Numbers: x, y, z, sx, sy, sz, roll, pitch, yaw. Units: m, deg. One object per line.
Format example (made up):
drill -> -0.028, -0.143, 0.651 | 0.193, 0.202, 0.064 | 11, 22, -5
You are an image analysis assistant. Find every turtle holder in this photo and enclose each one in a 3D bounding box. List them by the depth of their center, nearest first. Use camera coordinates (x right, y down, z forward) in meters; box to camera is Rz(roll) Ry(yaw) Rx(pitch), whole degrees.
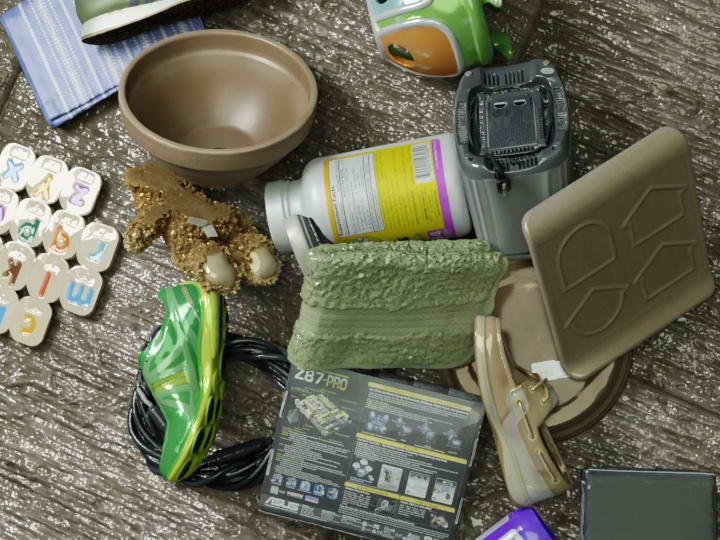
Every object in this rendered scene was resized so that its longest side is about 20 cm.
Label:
turtle holder -> 0.070, -0.283, 1.577 | 0.131, 0.141, 0.187 | -15, 82, 6

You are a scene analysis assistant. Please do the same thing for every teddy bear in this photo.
teddy bear -> -0.166, -0.033, 1.585 | 0.199, 0.145, 0.067 | 29, 129, 22

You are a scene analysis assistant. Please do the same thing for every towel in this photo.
towel -> 0.035, 0.036, 1.500 | 0.198, 0.037, 0.149 | 1, 125, -17
towel -> -0.275, -0.258, 1.689 | 0.199, 0.024, 0.146 | -28, 79, 2

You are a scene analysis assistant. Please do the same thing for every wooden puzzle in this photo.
wooden puzzle -> 0.245, -0.019, 1.507 | 0.184, 0.201, 0.046 | -32, 36, -13

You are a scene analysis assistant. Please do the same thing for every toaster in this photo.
toaster -> 0.153, -0.101, 1.523 | 0.113, 0.130, 0.201 | -8, 42, 8

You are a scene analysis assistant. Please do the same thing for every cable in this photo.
cable -> -0.142, 0.144, 1.605 | 0.198, 0.051, 0.165 | 15, 86, 9

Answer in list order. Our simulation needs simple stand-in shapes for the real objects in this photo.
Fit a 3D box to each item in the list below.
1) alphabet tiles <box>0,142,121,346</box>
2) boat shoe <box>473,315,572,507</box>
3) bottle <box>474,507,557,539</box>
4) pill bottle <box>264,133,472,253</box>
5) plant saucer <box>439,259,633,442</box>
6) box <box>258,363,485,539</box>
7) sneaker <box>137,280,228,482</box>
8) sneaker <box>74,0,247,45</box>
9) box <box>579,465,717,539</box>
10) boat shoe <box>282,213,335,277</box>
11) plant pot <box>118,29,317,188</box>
alphabet tiles -> -0.358, -0.028, 1.674 | 0.198, 0.015, 0.197 | 19, 86, 10
boat shoe -> 0.158, 0.131, 1.518 | 0.069, 0.074, 0.201 | -13, 110, 12
bottle -> 0.110, 0.319, 1.539 | 0.200, 0.065, 0.084 | -38, 92, 3
pill bottle -> 0.008, -0.070, 1.581 | 0.198, 0.104, 0.105 | -10, 82, 8
plant saucer -> 0.174, 0.073, 1.579 | 0.198, 0.029, 0.202 | -1, 83, 7
box -> 0.012, 0.181, 1.556 | 0.198, 0.049, 0.163 | 13, 98, 4
sneaker -> -0.179, 0.110, 1.562 | 0.083, 0.074, 0.202 | 4, 79, 11
sneaker -> -0.208, -0.306, 1.640 | 0.199, 0.067, 0.091 | -16, 84, 8
box -> 0.263, 0.283, 1.455 | 0.122, 0.198, 0.202 | 1, 84, 6
boat shoe -> 0.000, 0.000, 1.538 | 0.092, 0.200, 0.075 | -26, 48, 5
plant pot -> -0.144, -0.149, 1.597 | 0.199, 0.093, 0.202 | 2, 43, -2
